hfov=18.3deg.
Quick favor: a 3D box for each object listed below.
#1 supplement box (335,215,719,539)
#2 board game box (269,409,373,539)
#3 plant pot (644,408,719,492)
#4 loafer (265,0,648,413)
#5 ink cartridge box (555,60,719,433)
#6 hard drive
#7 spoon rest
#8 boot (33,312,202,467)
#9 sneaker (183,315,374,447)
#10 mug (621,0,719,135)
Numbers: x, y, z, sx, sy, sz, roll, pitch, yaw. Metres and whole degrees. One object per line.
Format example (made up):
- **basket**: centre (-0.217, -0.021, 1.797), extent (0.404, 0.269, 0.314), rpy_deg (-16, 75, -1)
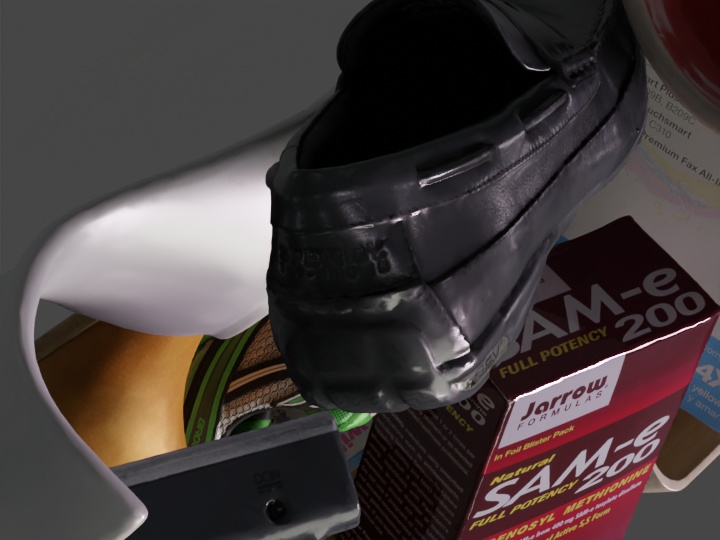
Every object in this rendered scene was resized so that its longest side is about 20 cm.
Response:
- **supplement box**: centre (0.055, 0.082, 0.859), extent (0.109, 0.061, 0.200), rpy_deg (-20, 142, -33)
- **board game box**: centre (-0.036, 0.057, 0.919), extent (0.200, 0.134, 0.034), rpy_deg (-36, 135, -10)
- **plant pot**: centre (0.105, -0.003, 1.148), extent (0.200, 0.200, 0.177), rpy_deg (-34, -172, -40)
- **loafer**: centre (0.028, -0.041, 0.554), extent (0.068, 0.070, 0.201), rpy_deg (-2, -151, 22)
- **ink cartridge box**: centre (0.162, -0.061, 0.872), extent (0.129, 0.125, 0.200), rpy_deg (-35, 155, -46)
- **hard drive**: centre (-0.110, 0.084, 0.600), extent (0.200, 0.033, 0.140), rpy_deg (-15, 174, -13)
- **spoon rest**: centre (-0.049, 0.000, 0.561), extent (0.099, 0.061, 0.200), rpy_deg (-36, -169, 28)
- **boot**: centre (-0.065, 0.084, 0.732), extent (0.201, 0.144, 0.071), rpy_deg (-39, 178, 38)
- **sneaker**: centre (0.000, 0.000, 0.761), extent (0.200, 0.085, 0.078), rpy_deg (-38, 177, 26)
- **mug**: centre (0.181, -0.092, 0.624), extent (0.200, 0.178, 0.133), rpy_deg (-27, 169, -47)
